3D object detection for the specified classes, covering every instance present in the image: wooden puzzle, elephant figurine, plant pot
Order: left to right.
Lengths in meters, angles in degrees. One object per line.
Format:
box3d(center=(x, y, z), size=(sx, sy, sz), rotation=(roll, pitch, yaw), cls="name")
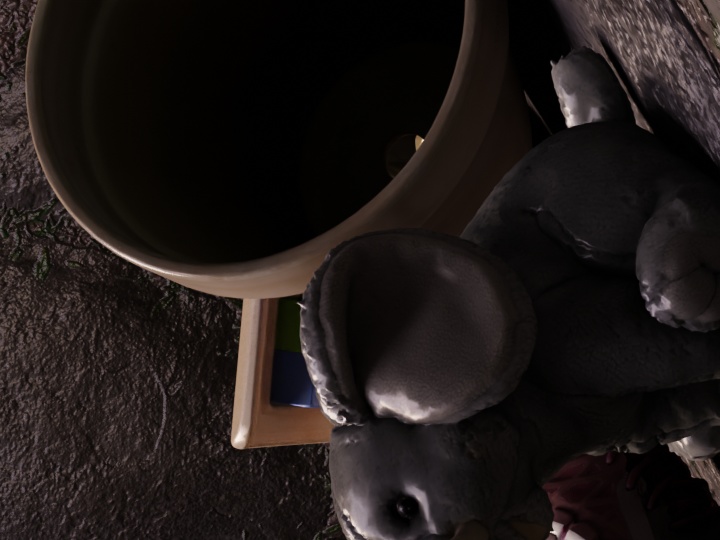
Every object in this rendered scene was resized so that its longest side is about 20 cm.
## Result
box3d(center=(-0.010, -0.071, 1.080), size=(0.201, 0.200, 0.173), rotation=(60, -166, 26), cls="plant pot")
box3d(center=(0.000, 0.000, 1.374), size=(0.200, 0.046, 0.187), rotation=(1, -86, -63), cls="wooden puzzle")
box3d(center=(0.041, 0.044, 0.869), size=(0.142, 0.199, 0.155), rotation=(62, 177, -19), cls="elephant figurine")

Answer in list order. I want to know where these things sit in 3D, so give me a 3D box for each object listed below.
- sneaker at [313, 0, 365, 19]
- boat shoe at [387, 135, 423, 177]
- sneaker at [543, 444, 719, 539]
box3d(center=(-0.006, -0.133, 1.262), size=(0.147, 0.080, 0.200), rotation=(57, 178, -34), cls="sneaker")
box3d(center=(0.044, -0.051, 1.232), size=(0.073, 0.063, 0.201), rotation=(63, 177, -22), cls="boat shoe")
box3d(center=(0.117, 0.076, 1.147), size=(0.199, 0.116, 0.075), rotation=(25, -166, 35), cls="sneaker")
